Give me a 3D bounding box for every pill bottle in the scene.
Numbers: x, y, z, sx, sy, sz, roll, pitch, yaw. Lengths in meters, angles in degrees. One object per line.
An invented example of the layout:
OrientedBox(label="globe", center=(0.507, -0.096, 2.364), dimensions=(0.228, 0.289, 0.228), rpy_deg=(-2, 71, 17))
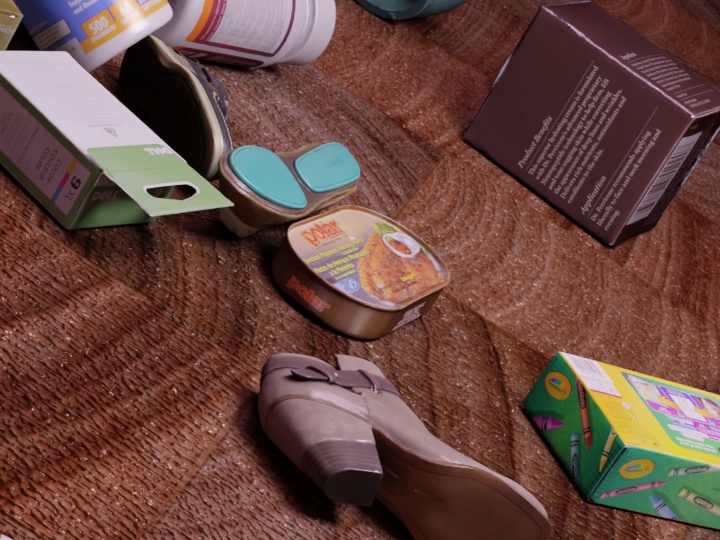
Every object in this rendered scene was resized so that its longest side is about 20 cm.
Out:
OrientedBox(label="pill bottle", center=(-0.248, -0.264, 1.668), dimensions=(0.201, 0.112, 0.112), rpy_deg=(58, 19, -10))
OrientedBox(label="pill bottle", center=(-0.121, -0.248, 1.908), dimensions=(0.199, 0.110, 0.110), rpy_deg=(4, 34, -50))

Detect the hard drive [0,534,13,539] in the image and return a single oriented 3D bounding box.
OrientedBox(label="hard drive", center=(-0.110, 0.219, 1.039), dimensions=(0.199, 0.025, 0.132), rpy_deg=(28, 22, -10))

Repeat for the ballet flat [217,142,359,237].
OrientedBox(label="ballet flat", center=(-0.071, -0.061, 1.628), dimensions=(0.068, 0.072, 0.200), rpy_deg=(54, 25, 7))

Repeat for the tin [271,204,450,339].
OrientedBox(label="tin", center=(0.000, 0.000, 1.641), dimensions=(0.112, 0.042, 0.200), rpy_deg=(41, 23, 12))

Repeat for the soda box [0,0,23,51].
OrientedBox(label="soda box", center=(-0.344, -0.235, 1.636), dimensions=(0.064, 0.068, 0.200), rpy_deg=(11, 30, -43))

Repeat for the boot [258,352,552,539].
OrientedBox(label="boot", center=(0.024, 0.115, 1.386), dimensions=(0.199, 0.071, 0.146), rpy_deg=(21, 22, -27))

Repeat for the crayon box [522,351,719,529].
OrientedBox(label="crayon box", center=(0.239, 0.140, 1.634), dimensions=(0.199, 0.058, 0.119), rpy_deg=(16, 27, -35))

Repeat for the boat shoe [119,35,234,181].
OrientedBox(label="boat shoe", center=(-0.139, -0.136, 1.698), dimensions=(0.066, 0.072, 0.201), rpy_deg=(10, 26, -33))

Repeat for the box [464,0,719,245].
OrientedBox(label="box", center=(0.250, -0.157, 2.137), dimensions=(0.200, 0.167, 0.164), rpy_deg=(38, 23, 15))

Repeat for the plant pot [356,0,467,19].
OrientedBox(label="plant pot", center=(0.055, -0.369, 2.334), dimensions=(0.200, 0.201, 0.134), rpy_deg=(34, 48, 5))

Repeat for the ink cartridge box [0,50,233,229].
OrientedBox(label="ink cartridge box", center=(-0.200, -0.083, 1.516), dimensions=(0.200, 0.060, 0.104), rpy_deg=(42, 24, 22))
